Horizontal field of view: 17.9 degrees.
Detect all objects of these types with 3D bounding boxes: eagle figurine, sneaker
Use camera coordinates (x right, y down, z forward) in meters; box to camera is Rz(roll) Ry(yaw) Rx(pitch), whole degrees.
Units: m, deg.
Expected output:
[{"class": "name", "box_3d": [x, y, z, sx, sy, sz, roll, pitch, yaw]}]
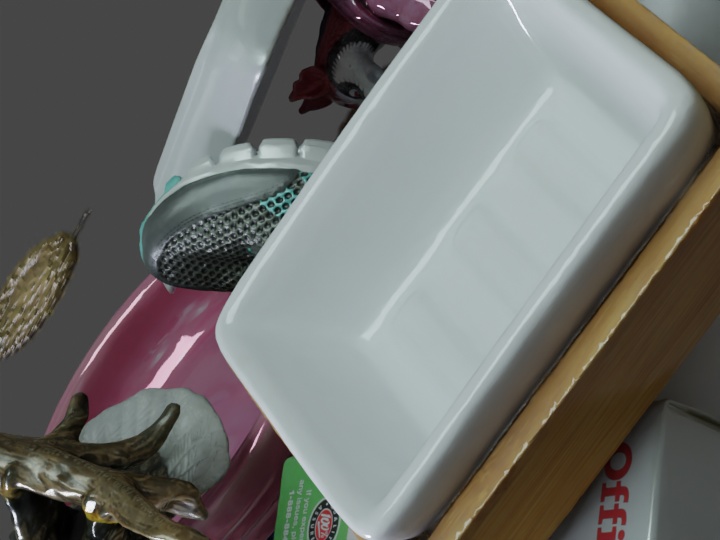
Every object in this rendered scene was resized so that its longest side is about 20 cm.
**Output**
[{"class": "eagle figurine", "box_3d": [-0.120, 0.152, 0.912, 0.152, 0.150, 0.201, -114, 22, -57]}, {"class": "sneaker", "box_3d": [0.000, 0.000, 0.928, 0.199, 0.078, 0.091, -2, 54, 18]}]

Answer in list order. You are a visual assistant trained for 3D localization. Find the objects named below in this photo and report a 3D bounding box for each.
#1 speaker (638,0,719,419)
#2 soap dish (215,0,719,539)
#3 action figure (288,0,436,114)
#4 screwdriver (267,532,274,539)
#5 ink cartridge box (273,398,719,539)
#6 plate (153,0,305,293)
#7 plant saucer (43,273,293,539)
[{"class": "speaker", "box_3d": [0.116, -0.034, 0.872, 0.081, 0.081, 0.201, -5, 67, 48]}, {"class": "soap dish", "box_3d": [0.050, -0.003, 0.799, 0.200, 0.081, 0.157, -54, 40, 11]}, {"class": "action figure", "box_3d": [0.039, -0.142, 0.959, 0.200, 0.149, 0.134, -41, 20, -11]}, {"class": "screwdriver", "box_3d": [-0.049, 0.129, 1.033, 0.200, 0.028, 0.029, -43, 72, 36]}, {"class": "ink cartridge box", "box_3d": [0.057, 0.135, 0.849, 0.200, 0.084, 0.146, -14, 61, 45]}, {"class": "plate", "box_3d": [-0.044, -0.116, 1.027, 0.200, 0.032, 0.200, 117, 175, -58]}, {"class": "plant saucer", "box_3d": [-0.072, 0.068, 1.036, 0.200, 0.051, 0.201, -38, 32, 29]}]
